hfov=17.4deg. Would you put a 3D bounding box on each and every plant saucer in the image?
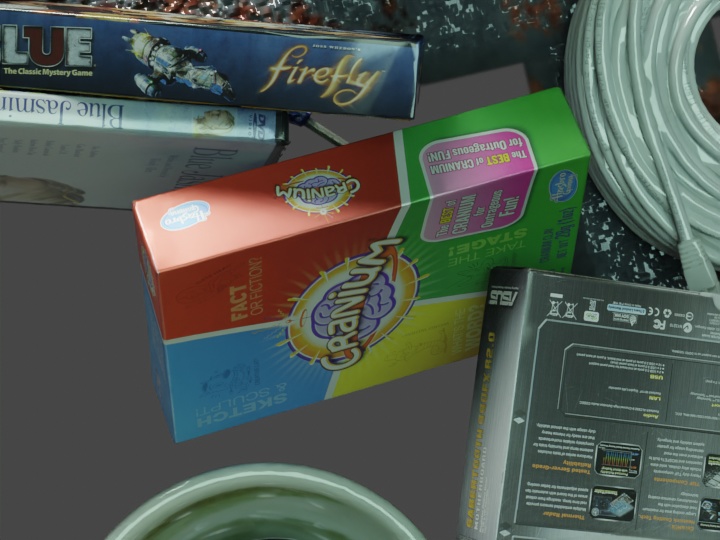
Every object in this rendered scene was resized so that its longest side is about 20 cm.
[{"bbox_3d":[-0.048,0.191,1.108,0.199,0.050,0.201,1,86,-11],"label":"plant saucer"}]

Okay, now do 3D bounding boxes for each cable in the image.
[{"bbox_3d":[0.200,-0.095,1.161,0.200,0.069,0.200,-30,92,-12],"label":"cable"}]

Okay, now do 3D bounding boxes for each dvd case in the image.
[{"bbox_3d":[-0.140,-0.052,1.056,0.199,0.143,0.018,3,77,-10],"label":"dvd case"}]

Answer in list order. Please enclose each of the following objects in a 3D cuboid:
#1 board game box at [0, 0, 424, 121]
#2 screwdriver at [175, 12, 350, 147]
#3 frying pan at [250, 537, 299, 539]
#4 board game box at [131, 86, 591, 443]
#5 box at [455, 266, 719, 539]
[{"bbox_3d":[-0.072,-0.096,1.051,0.199,0.136,0.035,5,97,1],"label":"board game box"},{"bbox_3d":[-0.010,-0.066,1.138,0.199,0.028,0.029,28,111,-5],"label":"screwdriver"},{"bbox_3d":[-0.002,0.179,1.080,0.189,0.031,0.116,-2,87,-7],"label":"frying pan"},{"bbox_3d":[0.000,0.000,1.077,0.199,0.153,0.040,-16,59,-10],"label":"board game box"},{"bbox_3d":[0.148,0.088,1.079,0.199,0.048,0.159,7,89,-18],"label":"box"}]
